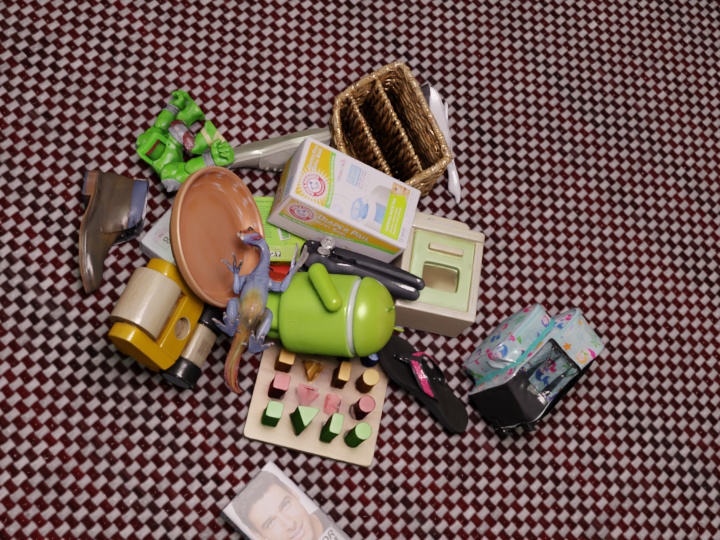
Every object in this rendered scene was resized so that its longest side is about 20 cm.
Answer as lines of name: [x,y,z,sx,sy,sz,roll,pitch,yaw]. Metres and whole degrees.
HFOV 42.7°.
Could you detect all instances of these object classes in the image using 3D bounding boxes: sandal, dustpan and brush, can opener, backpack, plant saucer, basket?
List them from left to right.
plant saucer: [-0.204,-0.046,1.298,0.037,0.200,0.201,-7,68,28]
can opener: [0.000,0.000,1.381,0.199,0.079,0.064,12,45,9]
basket: [0.035,-0.213,1.495,0.142,0.149,0.201,-20,78,-18]
sandal: [0.105,0.166,1.409,0.200,0.045,0.075,45,43,-12]
dustpan and brush: [0.137,-0.211,1.550,0.057,0.140,0.201,-4,98,-3]
backpack: [0.267,0.138,1.415,0.200,0.178,0.151,-33,86,-24]

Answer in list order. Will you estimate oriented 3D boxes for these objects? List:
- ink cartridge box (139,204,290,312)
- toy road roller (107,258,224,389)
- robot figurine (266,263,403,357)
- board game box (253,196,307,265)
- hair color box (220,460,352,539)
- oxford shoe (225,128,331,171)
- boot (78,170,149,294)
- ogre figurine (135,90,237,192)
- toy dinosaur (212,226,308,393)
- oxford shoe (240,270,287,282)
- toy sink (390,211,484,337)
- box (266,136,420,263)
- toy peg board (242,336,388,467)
ink cartridge box: [-0.215,-0.036,1.434,0.200,0.057,0.163,36,68,6]
toy road roller: [-0.299,0.074,1.309,0.145,0.200,0.123,10,63,29]
robot figurine: [-0.041,0.063,1.314,0.199,0.176,0.116,4,65,14]
board game box: [-0.163,-0.061,1.422,0.199,0.048,0.102,0,81,-26]
hair color box: [-0.094,0.379,1.313,0.200,0.061,0.099,43,68,5]
oxford shoe: [-0.140,-0.184,1.494,0.199,0.075,0.058,-14,113,-13]
boot: [-0.372,-0.061,1.393,0.096,0.075,0.201,1,70,-9]
ogre figurine: [-0.282,-0.199,1.439,0.120,0.098,0.200,-38,71,-2]
toy dinosaur: [-0.162,0.031,1.279,0.105,0.200,0.182,25,29,-16]
oxford shoe: [-0.153,0.039,1.411,0.199,0.071,0.073,8,99,-20]
toy sink: [0.118,-0.012,1.465,0.130,0.112,0.201,13,69,-8]
box: [-0.026,-0.099,1.406,0.199,0.101,0.113,25,61,-16]
toy peg board: [-0.053,0.169,1.374,0.199,0.098,0.200,15,69,-8]
